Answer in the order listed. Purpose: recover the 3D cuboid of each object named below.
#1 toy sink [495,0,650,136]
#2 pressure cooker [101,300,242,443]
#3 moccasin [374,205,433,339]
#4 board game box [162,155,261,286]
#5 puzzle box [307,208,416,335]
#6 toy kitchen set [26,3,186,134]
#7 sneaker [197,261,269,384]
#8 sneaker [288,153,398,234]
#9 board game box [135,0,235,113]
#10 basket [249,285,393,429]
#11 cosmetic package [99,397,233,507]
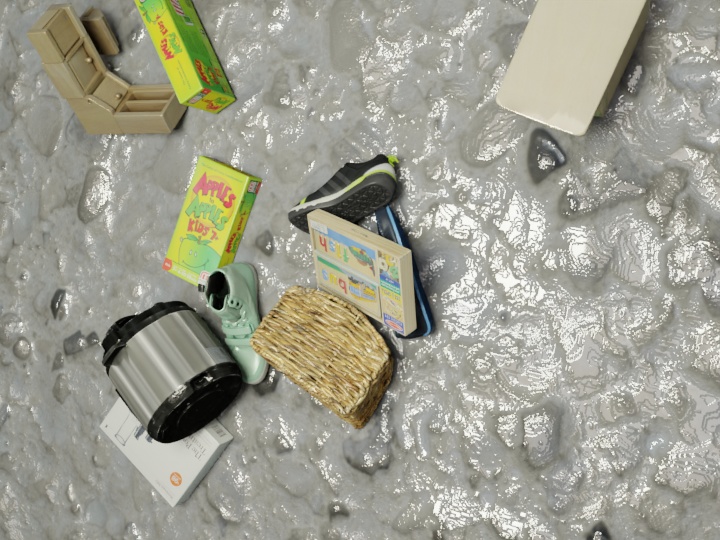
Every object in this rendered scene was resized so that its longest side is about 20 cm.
[{"bbox_3d":[0.285,-0.281,1.029,0.129,0.112,0.202,25,95,19],"label":"toy sink"},{"bbox_3d":[-0.304,0.146,1.214,0.178,0.176,0.200,-35,70,-21],"label":"pressure cooker"},{"bbox_3d":[0.049,0.006,1.142,0.068,0.080,0.202,-18,84,14],"label":"moccasin"},{"bbox_3d":[-0.248,-0.077,1.273,0.101,0.048,0.202,24,100,19],"label":"board game box"},{"bbox_3d":[0.000,0.000,1.120,0.199,0.025,0.134,26,135,41],"label":"puzzle box"},{"bbox_3d":[-0.396,-0.357,1.271,0.179,0.201,0.164,4,51,21],"label":"toy kitchen set"},{"bbox_3d":[-0.206,0.089,1.224,0.073,0.118,0.203,-9,90,19],"label":"sneaker"},{"bbox_3d":[-0.022,-0.120,1.187,0.199,0.072,0.083,-20,47,27],"label":"sneaker"},{"bbox_3d":[-0.285,-0.361,1.243,0.047,0.101,0.201,-28,82,20],"label":"board game box"},{"bbox_3d":[-0.046,0.125,1.181,0.199,0.149,0.143,33,78,19],"label":"basket"},{"bbox_3d":[-0.335,0.277,1.316,0.200,0.052,0.151,41,107,15],"label":"cosmetic package"}]
